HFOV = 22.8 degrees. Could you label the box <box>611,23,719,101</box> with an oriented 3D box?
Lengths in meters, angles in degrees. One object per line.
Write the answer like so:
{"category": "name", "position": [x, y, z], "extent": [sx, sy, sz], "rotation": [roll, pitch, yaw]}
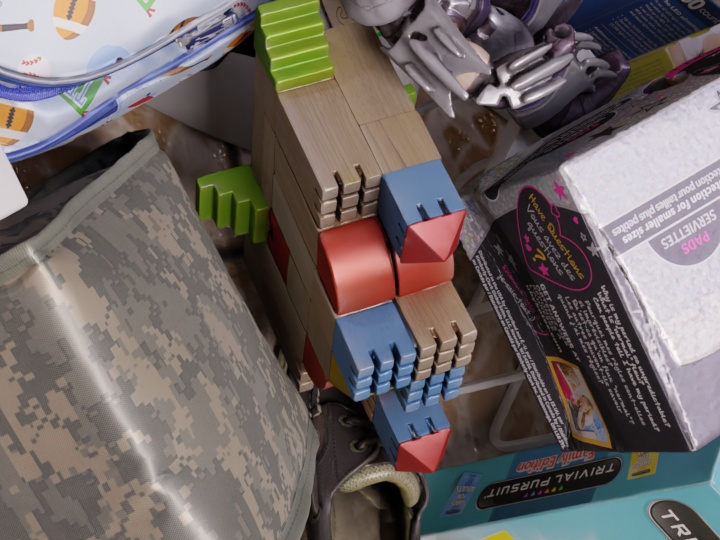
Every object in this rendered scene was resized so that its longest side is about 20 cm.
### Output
{"category": "box", "position": [0.188, -0.018, 0.890], "extent": [0.075, 0.050, 0.201], "rotation": [-27, 96, -46]}

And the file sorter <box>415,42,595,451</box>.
{"category": "file sorter", "position": [0.100, 0.009, 0.918], "extent": [0.200, 0.124, 0.139], "rotation": [47, 49, -23]}

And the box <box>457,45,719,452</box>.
{"category": "box", "position": [0.162, -0.025, 0.779], "extent": [0.199, 0.115, 0.133], "rotation": [-29, 96, -23]}

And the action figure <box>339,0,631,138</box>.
{"category": "action figure", "position": [0.047, -0.114, 0.747], "extent": [0.200, 0.069, 0.131], "rotation": [6, 55, -60]}

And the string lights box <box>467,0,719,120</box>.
{"category": "string lights box", "position": [0.157, -0.130, 0.964], "extent": [0.102, 0.199, 0.059], "rotation": [31, 57, -33]}

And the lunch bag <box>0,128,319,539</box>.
{"category": "lunch bag", "position": [-0.097, 0.045, 0.720], "extent": [0.165, 0.117, 0.200], "rotation": [60, 20, -11]}

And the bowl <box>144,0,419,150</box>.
{"category": "bowl", "position": [-0.038, -0.163, 0.881], "extent": [0.199, 0.074, 0.201], "rotation": [20, 64, -39]}

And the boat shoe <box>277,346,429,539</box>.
{"category": "boat shoe", "position": [0.001, 0.101, 0.833], "extent": [0.073, 0.065, 0.202], "rotation": [14, 64, -36]}

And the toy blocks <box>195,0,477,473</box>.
{"category": "toy blocks", "position": [0.000, 0.000, 0.747], "extent": [0.099, 0.201, 0.137], "rotation": [-16, 58, -16]}

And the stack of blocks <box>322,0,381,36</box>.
{"category": "stack of blocks", "position": [0.008, -0.218, 0.849], "extent": [0.115, 0.058, 0.201], "rotation": [-27, 96, -45]}

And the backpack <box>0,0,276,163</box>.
{"category": "backpack", "position": [-0.139, -0.130, 0.706], "extent": [0.190, 0.154, 0.201], "rotation": [-35, 97, -9]}

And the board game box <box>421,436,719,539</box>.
{"category": "board game box", "position": [0.136, 0.144, 0.854], "extent": [0.151, 0.199, 0.047], "rotation": [45, 51, -23]}

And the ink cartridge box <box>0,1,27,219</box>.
{"category": "ink cartridge box", "position": [-0.195, -0.016, 0.592], "extent": [0.116, 0.199, 0.068], "rotation": [-33, 99, -44]}
